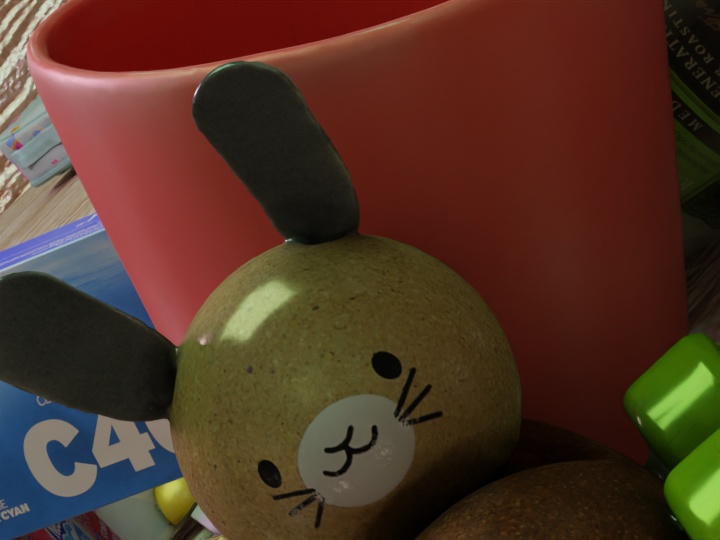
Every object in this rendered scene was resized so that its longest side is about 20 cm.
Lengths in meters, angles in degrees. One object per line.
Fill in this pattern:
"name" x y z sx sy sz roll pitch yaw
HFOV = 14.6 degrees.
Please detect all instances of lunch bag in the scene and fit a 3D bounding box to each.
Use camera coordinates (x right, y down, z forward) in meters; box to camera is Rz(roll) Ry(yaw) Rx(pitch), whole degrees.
"lunch bag" -0.267 -0.163 2.766 0.200 0.077 0.161 -29 20 53

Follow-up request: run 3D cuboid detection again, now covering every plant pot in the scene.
"plant pot" 0.014 -0.014 0.866 0.200 0.178 0.201 -14 18 5

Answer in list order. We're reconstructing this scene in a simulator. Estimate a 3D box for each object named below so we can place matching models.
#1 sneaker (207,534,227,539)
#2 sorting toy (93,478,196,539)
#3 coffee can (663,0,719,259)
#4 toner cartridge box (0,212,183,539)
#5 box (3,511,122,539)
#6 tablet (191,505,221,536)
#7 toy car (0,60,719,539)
"sneaker" -0.064 0.153 0.819 0.075 0.090 0.200 -23 11 36
"sorting toy" -0.181 0.088 1.271 0.200 0.180 0.107 -50 10 -26
"coffee can" 0.083 -0.068 1.002 0.200 0.146 0.146 -37 13 32
"toner cartridge box" -0.098 0.034 1.002 0.200 0.095 0.043 -22 11 23
"box" -0.137 0.150 1.108 0.095 0.100 0.200 -44 11 3
"tablet" 0.007 0.042 1.216 0.200 0.014 0.130 -45 11 -8
"toy car" 0.003 0.047 0.727 0.164 0.200 0.158 -43 11 7
